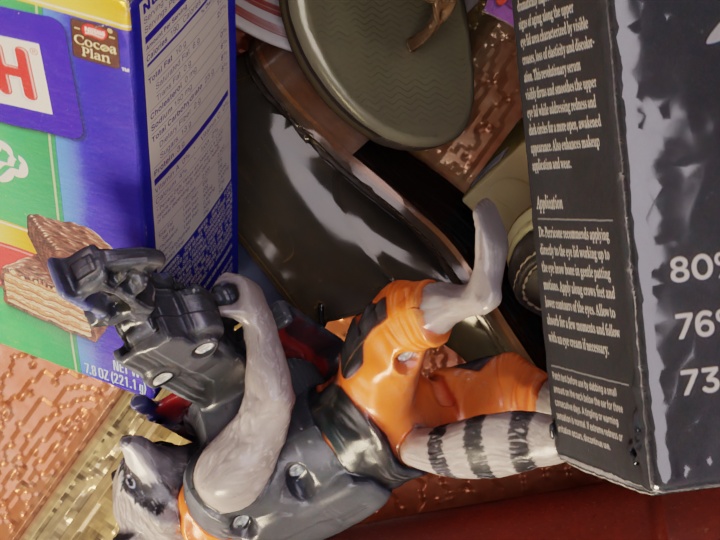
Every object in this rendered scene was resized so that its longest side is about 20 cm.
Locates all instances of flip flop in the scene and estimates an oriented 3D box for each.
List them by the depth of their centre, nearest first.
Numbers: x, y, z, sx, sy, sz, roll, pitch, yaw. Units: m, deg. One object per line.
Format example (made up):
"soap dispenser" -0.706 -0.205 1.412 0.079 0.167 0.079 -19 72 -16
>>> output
"flip flop" 0.016 -0.143 0.794 0.081 0.058 0.200 -6 102 -34

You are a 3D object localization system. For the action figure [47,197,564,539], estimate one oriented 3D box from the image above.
"action figure" -0.017 0.049 0.747 0.193 0.200 0.105 -27 61 25

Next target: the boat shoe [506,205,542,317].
"boat shoe" 0.150 0.021 0.791 0.200 0.073 0.065 11 51 -1

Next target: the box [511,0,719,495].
"box" 0.132 -0.042 0.653 0.148 0.104 0.200 -5 92 -10

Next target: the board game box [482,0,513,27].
"board game box" 0.110 -0.169 0.753 0.032 0.120 0.200 13 104 -29

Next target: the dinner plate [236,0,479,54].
"dinner plate" -0.018 -0.179 0.832 0.200 0.024 0.200 4 83 -34

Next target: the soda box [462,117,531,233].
"soda box" 0.129 -0.072 0.801 0.068 0.064 0.200 43 133 -5

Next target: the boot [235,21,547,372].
"boot" 0.000 0.000 0.865 0.097 0.075 0.200 -36 95 18

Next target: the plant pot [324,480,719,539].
"plant pot" 0.070 0.168 0.813 0.195 0.201 0.201 -6 93 6

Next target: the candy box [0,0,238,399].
"candy box" -0.133 -0.065 0.762 0.169 0.200 0.077 19 49 15
